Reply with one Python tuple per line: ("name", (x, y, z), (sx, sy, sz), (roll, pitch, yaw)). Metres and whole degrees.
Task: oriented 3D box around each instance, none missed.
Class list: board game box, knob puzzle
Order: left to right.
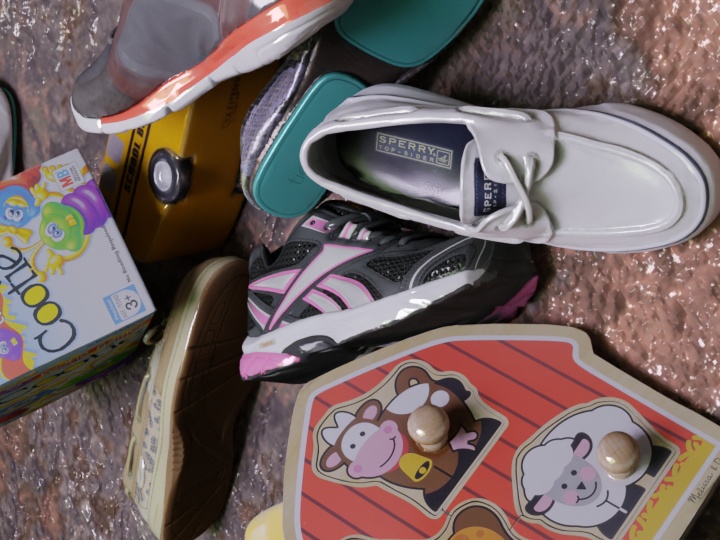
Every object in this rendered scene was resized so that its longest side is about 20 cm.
("board game box", (-0.195, 0.017, 0.974), (0.106, 0.102, 0.200), (64, 165, 4))
("knob puzzle", (0.046, 0.097, 0.759), (0.219, 0.219, 0.031), (38, 163, 33))

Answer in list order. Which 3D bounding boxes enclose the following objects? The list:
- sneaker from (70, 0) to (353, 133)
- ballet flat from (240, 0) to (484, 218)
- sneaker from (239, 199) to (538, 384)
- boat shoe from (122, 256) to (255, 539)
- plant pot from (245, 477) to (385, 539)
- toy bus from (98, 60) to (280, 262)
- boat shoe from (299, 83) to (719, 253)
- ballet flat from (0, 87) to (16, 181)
("sneaker", (-0.086, -0.131, 0.811), (0.199, 0.077, 0.082), (-19, 108, 43))
("ballet flat", (-0.001, -0.118, 0.837), (0.072, 0.072, 0.201), (51, 118, 24))
("sneaker", (0.000, 0.000, 0.861), (0.199, 0.080, 0.087), (-18, 75, 40))
("boat shoe", (-0.109, 0.074, 0.986), (0.062, 0.073, 0.202), (34, 122, 32))
("plant pot", (0.021, 0.209, 0.816), (0.200, 0.199, 0.191), (-33, 60, 44))
("toy bus", (-0.094, -0.103, 0.938), (0.078, 0.065, 0.202), (38, 124, 35))
("boat shoe", (0.066, -0.041, 0.761), (0.198, 0.065, 0.074), (7, 113, 27))
("ballet flat", (-0.266, -0.029, 1.129), (0.069, 0.069, 0.202), (5, 103, 44))
